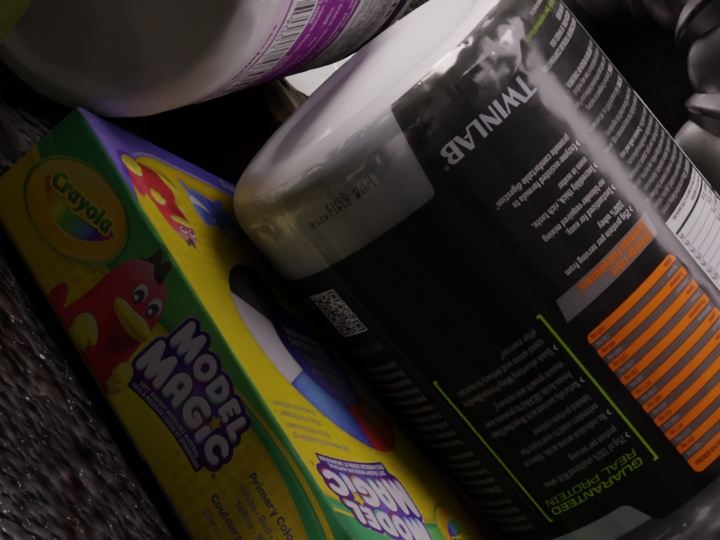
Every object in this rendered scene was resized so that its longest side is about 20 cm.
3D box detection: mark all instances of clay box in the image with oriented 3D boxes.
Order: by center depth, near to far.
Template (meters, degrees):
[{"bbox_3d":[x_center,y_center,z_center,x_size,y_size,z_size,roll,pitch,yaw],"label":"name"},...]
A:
[{"bbox_3d":[-0.025,0.049,0.865,0.200,0.048,0.115,55,14,27],"label":"clay box"}]

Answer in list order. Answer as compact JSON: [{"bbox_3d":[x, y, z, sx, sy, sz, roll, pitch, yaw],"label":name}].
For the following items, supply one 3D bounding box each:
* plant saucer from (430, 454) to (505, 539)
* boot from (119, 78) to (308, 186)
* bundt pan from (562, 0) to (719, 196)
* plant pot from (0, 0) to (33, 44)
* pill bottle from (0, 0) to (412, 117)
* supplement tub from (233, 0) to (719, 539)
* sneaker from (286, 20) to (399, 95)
[{"bbox_3d":[0.090,0.121,1.058,0.200,0.034,0.200,45,15,-15],"label":"plant saucer"},{"bbox_3d":[0.000,0.000,1.042,0.155,0.072,0.200,35,18,-53],"label":"boot"},{"bbox_3d":[0.100,-0.062,0.990,0.076,0.202,0.202,-2,50,-56],"label":"bundt pan"},{"bbox_3d":[-0.133,-0.154,0.778,0.200,0.193,0.200,45,13,-14],"label":"plant pot"},{"bbox_3d":[-0.040,-0.117,0.944,0.112,0.112,0.200,50,24,6],"label":"pill bottle"},{"bbox_3d":[0.065,0.014,0.893,0.200,0.122,0.123,51,12,-12],"label":"supplement tub"},{"bbox_3d":[0.009,-0.051,1.189,0.076,0.080,0.200,33,21,-53],"label":"sneaker"}]
